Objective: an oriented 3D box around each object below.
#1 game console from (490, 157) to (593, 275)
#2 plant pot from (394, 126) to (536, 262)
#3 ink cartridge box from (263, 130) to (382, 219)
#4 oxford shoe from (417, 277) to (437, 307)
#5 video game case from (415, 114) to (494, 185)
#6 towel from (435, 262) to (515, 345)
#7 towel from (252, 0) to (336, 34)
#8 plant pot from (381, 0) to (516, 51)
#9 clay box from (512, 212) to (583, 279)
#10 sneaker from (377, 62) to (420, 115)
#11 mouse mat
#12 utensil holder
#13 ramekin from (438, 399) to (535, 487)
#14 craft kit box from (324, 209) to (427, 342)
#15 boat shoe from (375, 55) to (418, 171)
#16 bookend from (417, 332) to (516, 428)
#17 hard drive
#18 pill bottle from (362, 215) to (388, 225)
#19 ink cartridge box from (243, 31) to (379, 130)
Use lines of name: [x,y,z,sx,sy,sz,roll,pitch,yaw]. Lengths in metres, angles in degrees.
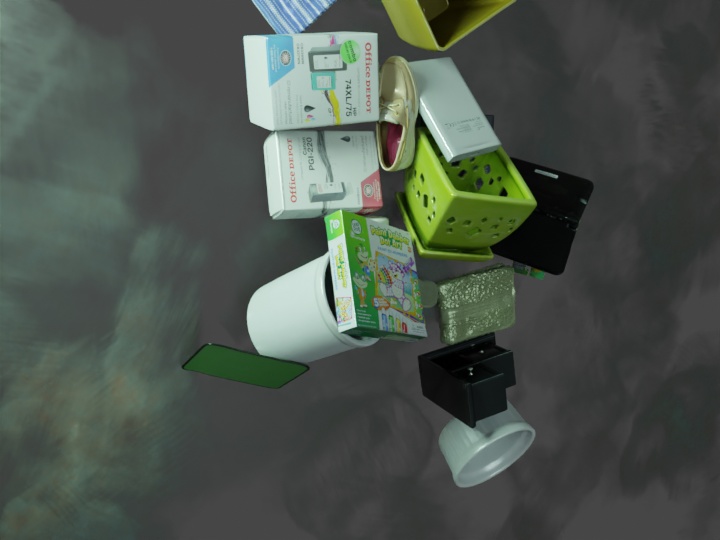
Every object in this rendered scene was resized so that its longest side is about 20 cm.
game console: [0.361,-0.118,1.416,0.177,0.197,0.117,-57,156,-28]
plant pot: [0.184,-0.133,1.295,0.196,0.201,0.183,2,135,-26]
ink cartridge box: [-0.068,-0.175,1.235,0.196,0.085,0.149,-5,86,-22]
oxford shoe: [0.090,0.038,1.326,0.199,0.057,0.077,18,77,-59]
video game case: [0.184,-0.248,1.386,0.196,0.019,0.146,-3,100,-24]
towel: [0.252,0.072,1.459,0.197,0.036,0.151,-13,103,-22]
towel: [-0.104,-0.524,1.210,0.200,0.024,0.145,-46,112,-11]
plant pot: [0.131,-0.525,1.231,0.199,0.176,0.202,-37,111,-15]
clay box: [0.405,-0.079,1.459,0.047,0.115,0.203,20,91,-26]
sneaker: [0.092,-0.319,1.295,0.196,0.074,0.090,14,73,-17]
mouse mat: [-0.207,0.174,1.213,0.197,0.161,0.008,18,59,-25]
utensil holder: [-0.080,0.072,1.191,0.169,0.198,0.173,28,51,-42]
ramekin: [0.261,0.357,1.432,0.197,0.098,0.202,-21,143,-17]
craft kit box: [0.029,0.014,1.157,0.198,0.048,0.201,13,61,-49]
boat shoe: [0.060,-0.275,1.212,0.069,0.073,0.204,-34,125,-51]
bookend: [0.251,0.217,1.392,0.195,0.199,0.094,-14,104,-20]
hard drive: [0.164,-0.299,1.247,0.130,0.026,0.202,-18,74,-34]
pill bottle: [0.000,0.000,1.292,0.109,0.111,0.204,-4,100,-23]
ink cartridge box: [-0.084,-0.332,1.173,0.197,0.146,0.150,-11,112,-22]
